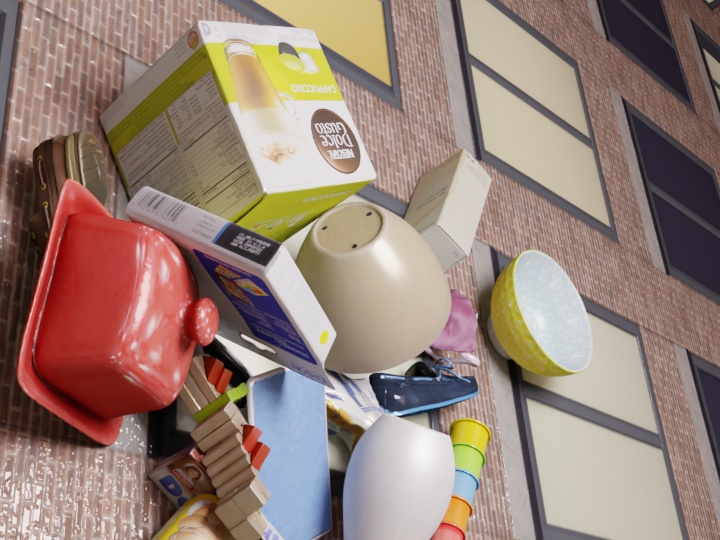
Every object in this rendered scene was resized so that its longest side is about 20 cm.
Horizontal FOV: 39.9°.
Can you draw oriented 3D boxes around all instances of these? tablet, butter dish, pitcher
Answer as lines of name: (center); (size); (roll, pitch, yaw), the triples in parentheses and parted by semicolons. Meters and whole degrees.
tablet: (-0.076, 0.202, 1.066); (0.129, 0.013, 0.205); (-13, 102, -55)
butter dish: (-0.201, 0.044, 0.912); (0.200, 0.145, 0.204); (62, 32, -61)
pitcher: (0.044, 0.275, 1.120); (0.171, 0.120, 0.204); (27, 79, -56)

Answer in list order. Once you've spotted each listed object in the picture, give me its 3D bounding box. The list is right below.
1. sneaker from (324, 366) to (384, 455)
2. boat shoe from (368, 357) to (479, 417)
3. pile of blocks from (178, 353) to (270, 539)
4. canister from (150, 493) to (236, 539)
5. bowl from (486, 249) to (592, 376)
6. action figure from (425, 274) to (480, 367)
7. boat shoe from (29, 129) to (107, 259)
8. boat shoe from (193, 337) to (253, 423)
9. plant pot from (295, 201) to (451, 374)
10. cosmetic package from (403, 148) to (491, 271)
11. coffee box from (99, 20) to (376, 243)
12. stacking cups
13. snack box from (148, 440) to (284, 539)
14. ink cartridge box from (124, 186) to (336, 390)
sneaker: (0.008, 0.176, 1.203); (0.200, 0.075, 0.089); (42, 40, -24)
boat shoe: (0.089, 0.149, 1.311); (0.198, 0.083, 0.070); (0, 71, -52)
pile of blocks: (-0.117, 0.161, 0.961); (0.082, 0.062, 0.202); (27, 33, -58)
canister: (-0.164, 0.318, 0.895); (0.150, 0.086, 0.200); (56, 35, -7)
bowl: (0.260, 0.081, 1.540); (0.199, 0.107, 0.203); (29, 47, -36)
action figure: (0.065, 0.073, 1.339); (0.199, 0.132, 0.152); (-14, 100, -53)
boat shoe: (-0.292, -0.036, 0.994); (0.072, 0.066, 0.205); (29, 56, -77)
boat shoe: (-0.123, 0.146, 1.070); (0.201, 0.068, 0.072); (53, 37, -10)
plant pot: (0.000, 0.000, 1.172); (0.202, 0.196, 0.136); (-73, 154, -45)
cosmetic package: (0.123, -0.083, 1.490); (0.073, 0.103, 0.201); (45, 38, -17)
coffee box: (-0.138, -0.139, 1.131); (0.198, 0.199, 0.201); (-13, 77, -52)
stacking cups: (0.125, 0.285, 1.283); (0.060, 0.060, 0.202); (44, 40, -20)
snack box: (-0.123, 0.261, 0.991); (0.201, 0.071, 0.024); (52, 36, -11)
ink cartridge box: (-0.119, 0.019, 0.994); (0.047, 0.195, 0.201); (-55, 145, -21)
